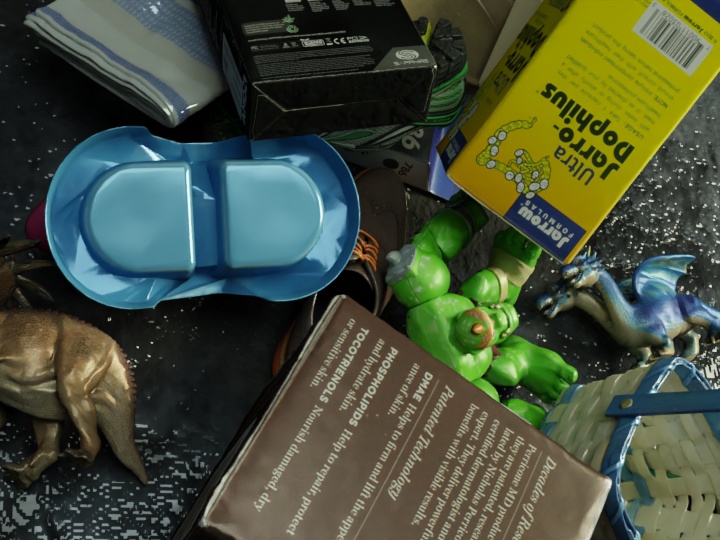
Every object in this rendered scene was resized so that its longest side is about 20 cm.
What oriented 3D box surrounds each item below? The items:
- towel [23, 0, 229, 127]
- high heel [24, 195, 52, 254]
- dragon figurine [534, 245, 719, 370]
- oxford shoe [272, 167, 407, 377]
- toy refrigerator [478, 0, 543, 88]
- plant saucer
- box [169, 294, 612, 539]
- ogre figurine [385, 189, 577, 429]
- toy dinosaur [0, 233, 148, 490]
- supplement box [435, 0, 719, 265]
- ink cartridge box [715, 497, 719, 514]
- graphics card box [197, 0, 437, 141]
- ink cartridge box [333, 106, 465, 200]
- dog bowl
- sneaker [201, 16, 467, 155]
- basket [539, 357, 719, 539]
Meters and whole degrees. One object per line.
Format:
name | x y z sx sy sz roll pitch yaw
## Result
towel | -0.121 -0.190 0.853 0.146 0.024 0.200 34 55 18
high heel | -0.118 -0.031 0.797 0.198 0.068 0.096 -17 40 -31
dragon figurine | 0.235 0.023 0.935 0.198 0.059 0.100 -11 69 -25
oxford shoe | 0.000 0.000 0.843 0.071 0.073 0.202 23 58 -9
toy refrigerator | 0.163 -0.193 0.970 0.076 0.070 0.201 39 37 -10
plant saucer | 0.061 -0.218 0.973 0.199 0.029 0.202 25 42 -25
box | 0.006 0.158 0.709 0.199 0.166 0.165 34 56 -3
ogre figurine | 0.083 0.046 0.840 0.119 0.097 0.202 -16 101 -46
toy dinosaur | -0.199 0.050 0.735 0.199 0.086 0.136 29 50 -13
supplement box | 0.155 -0.125 0.826 0.109 0.201 0.109 34 13 -9
ink cartridge box | 0.329 0.189 0.825 0.074 0.165 0.202 13 61 -20
graphics card box | -0.039 -0.174 0.799 0.124 0.051 0.201 -8 47 -18
ink cartridge box | 0.003 -0.133 0.933 0.198 0.039 0.100 20 58 -12
dog bowl | -0.102 -0.034 0.764 0.198 0.050 0.113 -3 90 -17
sneaker | -0.017 -0.110 0.852 0.198 0.086 0.079 -12 48 3
basket | 0.212 0.140 0.759 0.139 0.199 0.177 -49 120 -31
